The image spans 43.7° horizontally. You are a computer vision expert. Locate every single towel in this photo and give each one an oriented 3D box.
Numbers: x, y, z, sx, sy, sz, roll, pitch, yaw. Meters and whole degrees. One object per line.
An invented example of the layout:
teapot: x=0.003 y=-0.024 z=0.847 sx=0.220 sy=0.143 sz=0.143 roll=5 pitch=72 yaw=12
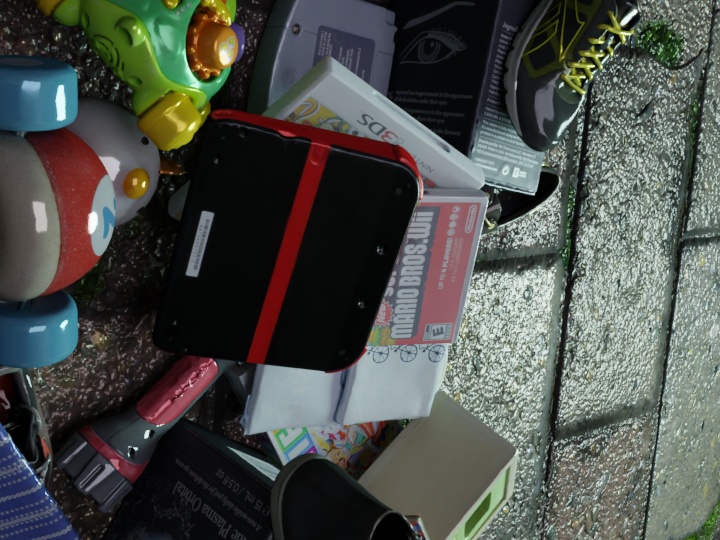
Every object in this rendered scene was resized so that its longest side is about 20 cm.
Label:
towel: x=-0.279 y=0.188 z=0.649 sx=0.143 sy=0.024 sz=0.201 roll=-17 pitch=120 yaw=9

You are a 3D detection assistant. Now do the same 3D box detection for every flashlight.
flashlight: x=-0.162 y=0.104 z=0.747 sx=0.200 sy=0.067 sz=0.068 roll=-47 pitch=125 yaw=-19

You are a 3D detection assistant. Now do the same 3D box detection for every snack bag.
snack bag: x=-0.003 y=0.063 z=0.805 sx=0.198 sy=0.021 sz=0.190 roll=0 pitch=117 yaw=-29

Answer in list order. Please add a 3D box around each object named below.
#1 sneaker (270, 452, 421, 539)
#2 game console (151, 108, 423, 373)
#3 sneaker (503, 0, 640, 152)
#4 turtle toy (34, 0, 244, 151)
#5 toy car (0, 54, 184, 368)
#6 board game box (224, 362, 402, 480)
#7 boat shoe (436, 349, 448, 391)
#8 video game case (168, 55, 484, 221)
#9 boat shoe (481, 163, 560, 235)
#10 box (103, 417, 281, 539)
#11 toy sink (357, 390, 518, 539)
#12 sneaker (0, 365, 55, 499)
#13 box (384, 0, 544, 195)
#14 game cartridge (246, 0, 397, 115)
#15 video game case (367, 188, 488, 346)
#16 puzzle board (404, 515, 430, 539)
sneaker: x=-0.003 y=0.235 z=0.626 sx=0.074 sy=0.106 sz=0.202 roll=-26 pitch=116 yaw=-30
game console: x=-0.055 y=-0.014 z=0.689 sx=0.175 sy=0.031 sz=0.202 roll=10 pitch=115 yaw=-20
sneaker: x=0.183 y=-0.197 z=0.751 sx=0.074 sy=0.084 sz=0.202 roll=16 pitch=90 yaw=-40
turtle toy: x=-0.138 y=-0.176 z=0.632 sx=0.101 sy=0.200 sz=0.146 roll=-37 pitch=105 yaw=7
toy car: x=-0.194 y=-0.065 z=0.623 sx=0.199 sy=0.176 sz=0.186 roll=-20 pitch=125 yaw=-48
board game box: x=-0.038 y=0.136 z=0.878 sx=0.134 sy=0.034 sz=0.201 roll=-38 pitch=122 yaw=-26
boat shoe: x=0.033 y=0.047 z=0.894 sx=0.075 sy=0.061 sz=0.201 roll=-50 pitch=133 yaw=-31
video game case: x=-0.028 y=-0.065 z=0.745 sx=0.181 sy=0.199 sz=0.023 roll=29 pitch=41 yaw=-36
boat shoe: x=0.127 y=-0.074 z=0.944 sx=0.200 sy=0.060 sz=0.072 roll=-27 pitch=117 yaw=-32
box: x=-0.118 y=0.255 z=0.735 sx=0.117 sy=0.196 sz=0.201 roll=33 pitch=80 yaw=-39
toy sink: x=0.060 y=0.248 z=0.904 sx=0.200 sy=0.112 sz=0.131 roll=-44 pitch=153 yaw=-21
sneaker: x=-0.263 y=0.146 z=0.663 sx=0.077 sy=0.082 sz=0.202 roll=-20 pitch=113 yaw=-34
box: x=0.099 y=-0.184 z=0.836 sx=0.104 sy=0.147 sz=0.202 roll=8 pitch=96 yaw=-40
game cartridge: x=-0.038 y=-0.146 z=0.807 sx=0.132 sy=0.041 sz=0.202 roll=4 pitch=98 yaw=-44
video game case: x=0.000 y=0.000 z=0.740 sx=0.198 sy=0.017 sz=0.144 roll=-1 pitch=119 yaw=-18
puzzle board: x=-0.015 y=0.289 z=0.843 sx=0.017 sy=0.198 sz=0.152 roll=-64 pitch=139 yaw=-51
